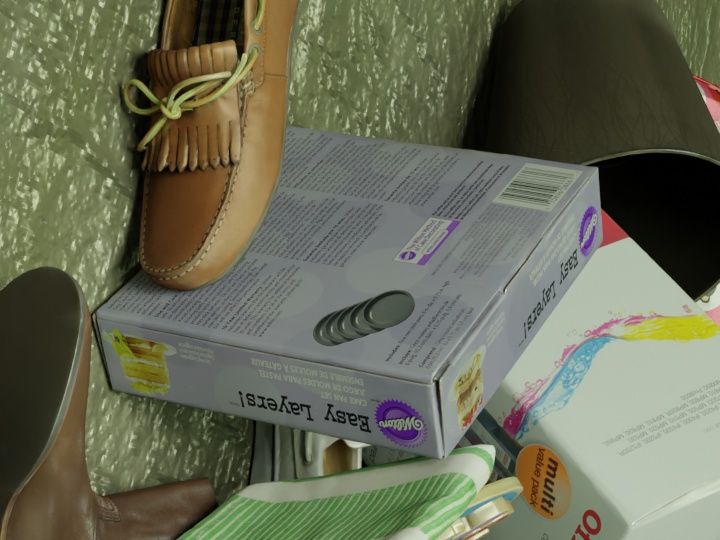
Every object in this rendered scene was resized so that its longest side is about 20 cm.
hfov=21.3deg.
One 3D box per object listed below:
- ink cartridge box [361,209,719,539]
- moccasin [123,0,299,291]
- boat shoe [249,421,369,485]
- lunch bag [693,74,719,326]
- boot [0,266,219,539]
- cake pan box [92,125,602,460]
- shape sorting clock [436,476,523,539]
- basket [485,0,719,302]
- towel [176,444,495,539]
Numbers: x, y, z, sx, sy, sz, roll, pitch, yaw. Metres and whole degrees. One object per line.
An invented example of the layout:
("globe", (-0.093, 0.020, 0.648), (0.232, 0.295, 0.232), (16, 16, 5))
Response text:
("ink cartridge box", (0.113, 0.088, 1.031), (0.144, 0.200, 0.146), (-20, 143, -34))
("moccasin", (-0.070, -0.090, 0.892), (0.078, 0.074, 0.202), (25, 77, -51))
("boat shoe", (-0.017, 0.077, 1.027), (0.071, 0.070, 0.201), (-3, 99, -61))
("lunch bag", (0.203, -0.044, 1.354), (0.176, 0.082, 0.201), (19, 77, -24))
("boot", (-0.110, 0.097, 0.866), (0.200, 0.064, 0.187), (12, 98, -58))
("cake pan box", (0.000, 0.000, 0.925), (0.200, 0.184, 0.052), (-50, 142, -46))
("shape sorting clock", (-0.007, 0.156, 0.924), (0.200, 0.200, 0.039), (-2, 63, -61))
("basket", (0.143, -0.078, 1.177), (0.136, 0.180, 0.200), (39, 32, -31))
("towel", (-0.045, 0.126, 0.802), (0.200, 0.152, 0.023), (-29, 103, -52))
